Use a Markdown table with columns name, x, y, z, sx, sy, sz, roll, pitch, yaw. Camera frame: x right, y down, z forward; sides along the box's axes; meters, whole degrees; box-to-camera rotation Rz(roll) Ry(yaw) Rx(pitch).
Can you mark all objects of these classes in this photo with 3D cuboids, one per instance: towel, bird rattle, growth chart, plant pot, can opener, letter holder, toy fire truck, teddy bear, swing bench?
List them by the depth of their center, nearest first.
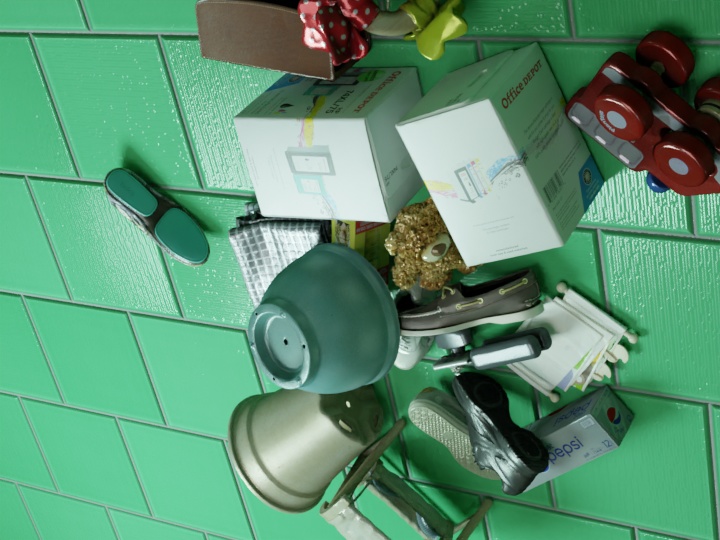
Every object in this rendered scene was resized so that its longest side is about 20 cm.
| name | x | y | z | sx | sy | sz | roll | pitch | yaw |
| --- | --- | --- | --- | --- | --- | --- | --- | --- | --- |
| toy fire truck | 0.333 | -0.157 | 1.468 | 0.199 | 0.112 | 0.168 | 39 | 160 | 4 |
| bird rattle | 0.026 | -0.321 | 1.519 | 0.197 | 0.113 | 0.165 | 1 | 100 | -2 |
| letter holder | -0.099 | -0.332 | 1.624 | 0.198 | 0.101 | 0.143 | 14 | 128 | 26 |
| teddy bear | 0.102 | -0.022 | 1.670 | 0.200 | 0.143 | 0.067 | 84 | 171 | -66 |
| plant pot | -0.065 | 0.079 | 1.743 | 0.199 | 0.134 | 0.203 | 21 | 122 | 39 |
| growth chart | 0.271 | 0.103 | 1.759 | 0.144 | 0.018 | 0.200 | 41 | 136 | 1 |
| can opener | 0.170 | 0.103 | 1.785 | 0.199 | 0.052 | 0.067 | -11 | 106 | 47 |
| towel | -0.090 | -0.001 | 1.882 | 0.164 | 0.086 | 0.202 | 1 | 123 | 33 |
| swing bench | 0.059 | 0.373 | 1.983 | 0.199 | 0.200 | 0.130 | 43 | 136 | -2 |
| plant pot | -0.070 | 0.241 | 1.997 | 0.183 | 0.201 | 0.201 | -37 | 99 | 34 |

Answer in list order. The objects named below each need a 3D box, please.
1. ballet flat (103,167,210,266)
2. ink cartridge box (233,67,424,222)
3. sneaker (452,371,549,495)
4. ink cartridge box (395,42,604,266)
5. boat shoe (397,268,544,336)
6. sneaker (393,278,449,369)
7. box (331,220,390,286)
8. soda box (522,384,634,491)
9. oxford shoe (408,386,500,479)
| name | x | y | z | sx | sy | sz | roll | pitch | yaw |
| --- | --- | --- | --- | --- | --- | --- | --- | --- | --- |
| ballet flat | -0.308 | -0.078 | 1.998 | 0.200 | 0.072 | 0.072 | 42 | 136 | 0 |
| ink cartridge box | -0.027 | -0.162 | 1.670 | 0.198 | 0.147 | 0.147 | 4 | 124 | 31 |
| sneaker | 0.178 | 0.226 | 1.823 | 0.201 | 0.075 | 0.091 | 58 | 135 | 38 |
| ink cartridge box | 0.167 | -0.136 | 1.554 | 0.144 | 0.147 | 0.201 | -12 | 115 | 40 |
| boat shoe | 0.139 | 0.043 | 1.725 | 0.198 | 0.072 | 0.060 | -10 | 103 | 13 |
| sneaker | 0.065 | 0.071 | 1.834 | 0.075 | 0.081 | 0.201 | 24 | 135 | 14 |
| box | 0.000 | 0.000 | 1.796 | 0.050 | 0.075 | 0.202 | 24 | 122 | 41 |
| soda box | 0.281 | 0.234 | 1.816 | 0.064 | 0.068 | 0.200 | 47 | 136 | -6 |
| oxford shoe | 0.151 | 0.237 | 1.922 | 0.200 | 0.058 | 0.075 | 41 | 131 | -20 |
